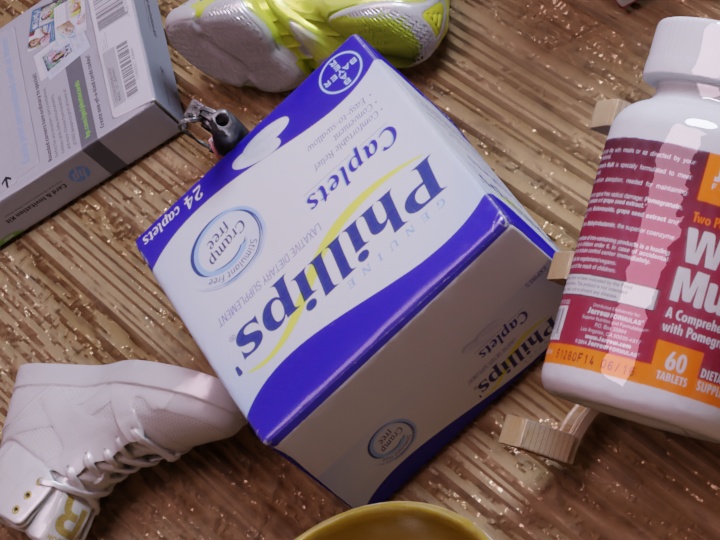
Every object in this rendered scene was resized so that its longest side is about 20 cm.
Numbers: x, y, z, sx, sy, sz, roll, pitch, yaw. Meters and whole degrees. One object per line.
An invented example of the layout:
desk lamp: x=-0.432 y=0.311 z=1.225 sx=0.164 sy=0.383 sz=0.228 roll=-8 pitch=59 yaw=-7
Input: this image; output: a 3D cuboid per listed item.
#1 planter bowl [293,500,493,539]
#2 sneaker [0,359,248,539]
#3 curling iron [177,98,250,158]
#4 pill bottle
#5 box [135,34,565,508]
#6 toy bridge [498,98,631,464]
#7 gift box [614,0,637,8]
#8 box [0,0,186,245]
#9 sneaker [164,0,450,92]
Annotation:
planter bowl: x=0.018 y=0.225 z=1.313 sx=0.200 sy=0.083 sz=0.201 roll=-19 pitch=52 yaw=26
sneaker: x=-0.147 y=0.116 z=1.526 sx=0.200 sy=0.074 sz=0.116 roll=-5 pitch=60 yaw=46
curling iron: x=-0.086 y=-0.082 z=1.553 sx=0.026 sy=0.050 sz=0.200 roll=-58 pitch=4 yaw=0
pill bottle: x=0.168 y=-0.020 z=1.316 sx=0.109 sy=0.109 sz=0.200 roll=13 pitch=85 yaw=42
box: x=0.000 y=0.000 z=1.464 sx=0.184 sy=0.105 sz=0.200 roll=-43 pitch=45 yaw=6
toy bridge: x=0.134 y=0.007 z=1.379 sx=0.027 sy=0.067 sz=0.200 roll=-2 pitch=69 yaw=67
gift box: x=0.173 y=-0.287 z=1.472 sx=0.200 sy=0.184 sz=0.187 roll=-32 pitch=45 yaw=25
box: x=-0.219 y=-0.108 z=1.748 sx=0.200 sy=0.041 sz=0.156 roll=-31 pitch=47 yaw=16
sneaker: x=-0.024 y=-0.172 z=1.633 sx=0.200 sy=0.076 sz=0.105 roll=3 pitch=51 yaw=30
